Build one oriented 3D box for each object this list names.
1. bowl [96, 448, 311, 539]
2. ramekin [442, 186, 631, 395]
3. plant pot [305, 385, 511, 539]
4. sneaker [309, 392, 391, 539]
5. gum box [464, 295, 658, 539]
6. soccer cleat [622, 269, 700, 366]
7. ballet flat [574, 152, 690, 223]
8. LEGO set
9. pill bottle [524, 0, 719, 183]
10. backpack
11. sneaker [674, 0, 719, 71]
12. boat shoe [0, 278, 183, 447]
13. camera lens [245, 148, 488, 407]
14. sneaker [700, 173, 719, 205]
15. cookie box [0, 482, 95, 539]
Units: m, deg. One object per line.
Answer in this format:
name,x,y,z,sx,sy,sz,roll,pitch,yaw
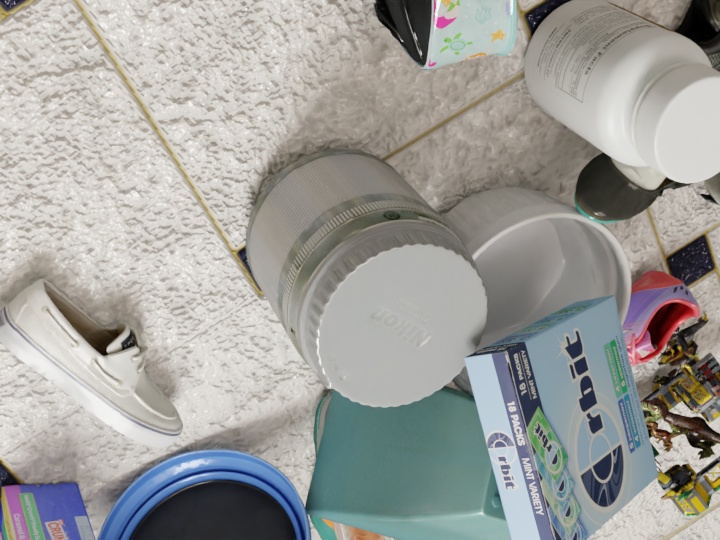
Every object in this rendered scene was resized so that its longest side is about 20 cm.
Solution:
bowl,-0.141,0.259,1.035,0.200,0.201,0.039,-23,142,-10
ramekin,0.143,0.016,1.074,0.199,0.105,0.201,-10,119,-18
plant pot,0.076,0.177,1.032,0.141,0.199,0.142,24,73,-36
sneaker,-0.023,0.216,1.134,0.071,0.080,0.201,-13,100,-33
gum box,0.175,0.126,0.955,0.200,0.044,0.171,-19,96,-52
soccer cleat,0.261,0.083,1.174,0.200,0.077,0.067,-44,123,4
ballet flat,0.266,-0.101,1.050,0.200,0.068,0.069,-25,155,-47
LEGO set,0.322,0.138,1.166,0.153,0.200,0.116,-35,117,14
pill bottle,0.232,-0.153,0.965,0.114,0.200,0.115,-10,120,-18
backpack,0.069,-0.260,0.859,0.150,0.178,0.201,-10,123,-11
sneaker,0.374,-0.223,1.061,0.199,0.076,0.115,-22,129,-4
boat shoe,-0.218,0.079,0.983,0.070,0.071,0.200,-44,117,7
camera lens,0.000,0.000,0.949,0.159,0.200,0.161,-10,119,-18
sneaker,0.405,-0.068,1.154,0.129,0.080,0.200,-19,121,-10
cookie box,-0.285,0.322,1.020,0.075,0.171,0.201,3,114,-27
